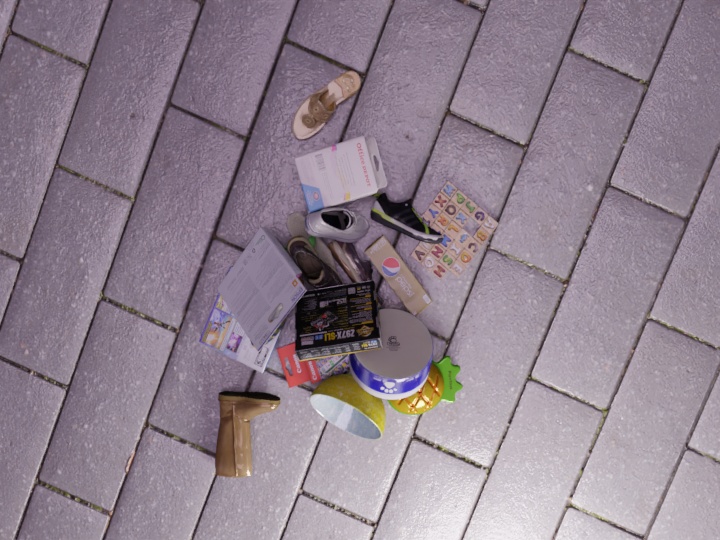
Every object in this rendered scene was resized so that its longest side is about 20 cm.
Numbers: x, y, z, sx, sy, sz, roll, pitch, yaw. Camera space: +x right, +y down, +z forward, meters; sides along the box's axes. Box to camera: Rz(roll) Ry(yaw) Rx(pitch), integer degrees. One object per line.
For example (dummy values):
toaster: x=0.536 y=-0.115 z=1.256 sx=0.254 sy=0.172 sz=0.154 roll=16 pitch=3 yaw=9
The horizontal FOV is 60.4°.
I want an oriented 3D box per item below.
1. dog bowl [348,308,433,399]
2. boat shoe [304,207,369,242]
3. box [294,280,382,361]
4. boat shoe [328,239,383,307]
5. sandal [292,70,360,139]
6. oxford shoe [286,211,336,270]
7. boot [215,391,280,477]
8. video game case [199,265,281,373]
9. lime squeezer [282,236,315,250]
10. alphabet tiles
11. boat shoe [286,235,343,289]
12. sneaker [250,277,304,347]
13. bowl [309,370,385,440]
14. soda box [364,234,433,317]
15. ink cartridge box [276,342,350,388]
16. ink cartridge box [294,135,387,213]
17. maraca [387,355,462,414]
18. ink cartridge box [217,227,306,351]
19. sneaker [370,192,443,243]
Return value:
dog bowl: x=0.071 y=0.191 z=1.444 sx=0.193 sy=0.204 sz=0.080 roll=8 pitch=137 yaw=1
boat shoe: x=-0.040 y=-0.108 z=1.446 sx=0.064 sy=0.196 sz=0.076 roll=-21 pitch=81 yaw=42
box: x=-0.053 y=0.113 z=1.407 sx=0.193 sy=0.050 sz=0.164 roll=-9 pitch=52 yaw=4
boat shoe: x=0.000 y=0.000 z=1.507 sx=0.064 sy=0.072 sz=0.202 roll=-37 pitch=90 yaw=-8
sandal: x=-0.087 y=-0.402 z=1.475 sx=0.210 sy=0.070 sz=0.078 roll=-40 pitch=92 yaw=4
oxford shoe: x=-0.117 y=-0.052 z=1.515 sx=0.074 sy=0.058 sz=0.204 roll=-30 pitch=98 yaw=-1
boot: x=-0.281 y=0.411 z=1.550 sx=0.169 sy=0.066 sz=0.208 roll=2 pitch=93 yaw=14
video game case: x=-0.280 y=0.121 z=1.536 sx=0.177 sy=0.045 sz=0.205 roll=25 pitch=94 yaw=-2
lime squeezer: x=-0.151 y=-0.072 z=1.462 sx=0.195 sy=0.038 sz=0.073 roll=-24 pitch=99 yaw=1
alphabet tiles: x=0.219 y=-0.088 z=1.527 sx=0.166 sy=0.008 sz=0.202 roll=37 pitch=94 yaw=-1
boat shoe: x=-0.104 y=0.009 z=1.452 sx=0.072 sy=0.066 sz=0.200 roll=-34 pitch=121 yaw=14
sneaker: x=-0.216 y=0.086 z=1.484 sx=0.087 sy=0.075 sz=0.203 roll=33 pitch=93 yaw=16
bowl: x=-0.015 y=0.308 z=1.492 sx=0.196 sy=0.201 sz=0.109 roll=30 pitch=61 yaw=0
soda box: x=0.092 y=0.012 z=1.507 sx=0.063 sy=0.068 sz=0.202 roll=-37 pitch=93 yaw=4
ink cartridge box: x=-0.105 y=0.214 z=1.534 sx=0.194 sy=0.050 sz=0.112 roll=-20 pitch=92 yaw=2
ink cartridge box: x=-0.043 y=-0.227 z=1.465 sx=0.193 sy=0.125 sz=0.133 roll=-16 pitch=94 yaw=2
maraca: x=0.154 y=0.277 z=1.506 sx=0.193 sy=0.107 sz=0.142 roll=-10 pitch=101 yaw=-7
ink cartridge box: x=-0.222 y=0.044 z=1.425 sx=0.197 sy=0.043 sz=0.201 roll=-49 pitch=66 yaw=19
sneaker: x=0.116 y=-0.130 z=1.491 sx=0.195 sy=0.072 sz=0.085 roll=23 pitch=92 yaw=4
